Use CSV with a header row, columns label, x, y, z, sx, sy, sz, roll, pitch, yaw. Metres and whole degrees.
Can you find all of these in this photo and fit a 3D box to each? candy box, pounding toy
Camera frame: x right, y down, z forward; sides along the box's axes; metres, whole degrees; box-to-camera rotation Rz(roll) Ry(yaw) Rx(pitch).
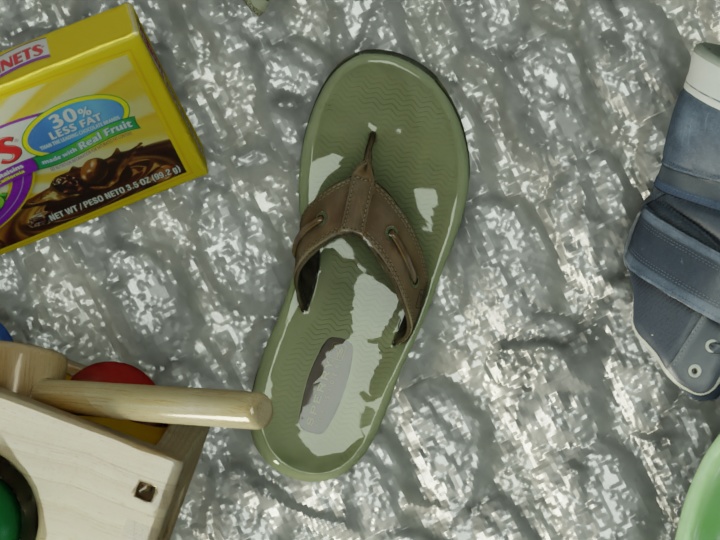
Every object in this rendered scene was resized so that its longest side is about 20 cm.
label,x,y,z,sx,sy,sz,roll,pitch,yaw
candy box,-0.177,-0.046,1.258,0.199,0.027,0.102,-21,137,3
pounding toy,-0.140,0.080,1.210,0.183,0.200,0.143,20,94,0

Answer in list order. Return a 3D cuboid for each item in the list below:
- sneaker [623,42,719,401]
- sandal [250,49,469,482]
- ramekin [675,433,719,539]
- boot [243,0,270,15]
label,x,y,z,sx,sy,sz,roll,pitch,yaw
sneaker,0.213,0.005,1.234,0.201,0.077,0.147,26,103,19
sandal,0.001,0.001,1.271,0.079,0.057,0.202,12,95,1
ramekin,0.242,0.140,1.212,0.199,0.097,0.202,-2,88,43
boot,0.004,-0.173,1.251,0.200,0.072,0.155,38,94,4
